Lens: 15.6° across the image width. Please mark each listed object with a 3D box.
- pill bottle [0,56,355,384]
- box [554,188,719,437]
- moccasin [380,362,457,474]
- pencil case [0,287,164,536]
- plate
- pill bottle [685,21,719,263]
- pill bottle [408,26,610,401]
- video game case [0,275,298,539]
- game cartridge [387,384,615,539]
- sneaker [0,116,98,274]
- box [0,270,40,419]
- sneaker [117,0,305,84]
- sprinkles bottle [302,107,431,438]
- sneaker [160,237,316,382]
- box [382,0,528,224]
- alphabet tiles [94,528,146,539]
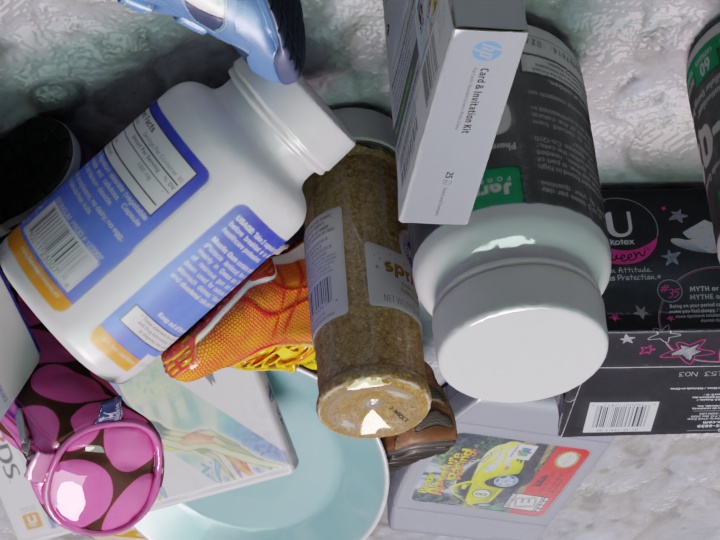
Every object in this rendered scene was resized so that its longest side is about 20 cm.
[{"bbox_3d":[-0.103,-0.038,1.527,0.200,0.112,0.112,-41,137,4],"label":"pill bottle"},{"bbox_3d":[0.225,0.026,1.697,0.200,0.115,0.132,-1,145,-4],"label":"box"},{"bbox_3d":[-0.010,0.107,1.813,0.074,0.078,0.201,-4,166,-29],"label":"moccasin"},{"bbox_3d":[-0.197,0.078,1.589,0.094,0.200,0.091,2,111,-35],"label":"pencil case"},{"bbox_3d":[-0.078,0.126,1.763,0.200,0.026,0.200,5,128,6],"label":"plate"},{"bbox_3d":[0.256,-0.049,1.523,0.113,0.200,0.113,-4,144,-3],"label":"pill bottle"},{"bbox_3d":[0.083,-0.033,1.508,0.113,0.200,0.113,-4,144,-3],"label":"pill bottle"},{"bbox_3d":[-0.162,0.073,1.702,0.200,0.022,0.183,-16,107,14],"label":"video game case"},{"bbox_3d":[0.097,0.134,1.895,0.133,0.041,0.200,11,141,-15],"label":"game cartridge"},{"bbox_3d":[-0.231,-0.015,1.617,0.200,0.076,0.088,-24,146,23],"label":"sneaker"},{"bbox_3d":[-0.314,0.011,1.516,0.200,0.105,0.184,3,131,32],"label":"box"},{"bbox_3d":[-0.096,-0.171,1.422,0.082,0.074,0.200,-21,133,20],"label":"sneaker"},{"bbox_3d":[0.000,0.000,1.556,0.068,0.200,0.068,-4,145,-3],"label":"sprinkles bottle"},{"bbox_3d":[-0.050,0.031,1.612,0.073,0.077,0.200,-32,179,36],"label":"sneaker"},{"bbox_3d":[0.044,-0.149,1.357,0.041,0.200,0.156,2,144,-10],"label":"box"},{"bbox_3d":[-0.117,0.183,1.917,0.195,0.015,0.200,-9,147,35],"label":"alphabet tiles"}]
